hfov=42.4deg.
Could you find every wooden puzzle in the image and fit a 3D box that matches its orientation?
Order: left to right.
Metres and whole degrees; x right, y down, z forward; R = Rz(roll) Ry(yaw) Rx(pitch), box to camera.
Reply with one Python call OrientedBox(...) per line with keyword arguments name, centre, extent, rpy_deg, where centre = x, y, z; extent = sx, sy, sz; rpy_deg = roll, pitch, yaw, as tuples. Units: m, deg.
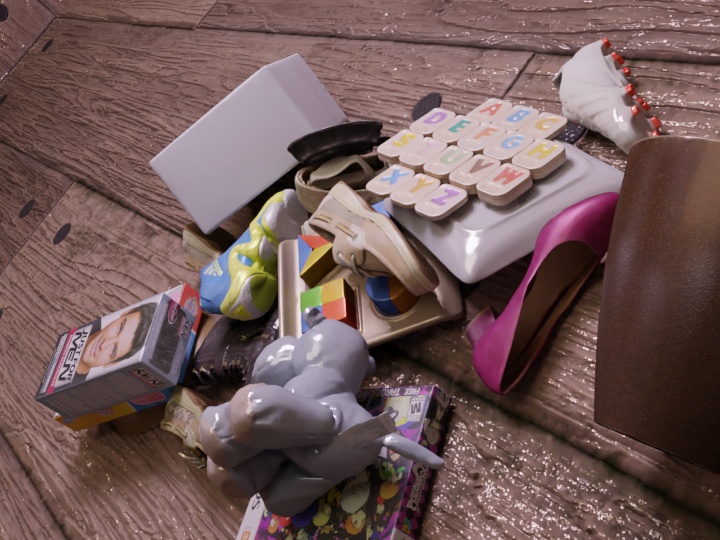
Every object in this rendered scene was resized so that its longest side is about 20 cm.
OrientedBox(name="wooden puzzle", centre=(0.000, 0.000, 0.993), extent=(0.199, 0.046, 0.186), rpy_deg=(-18, 47, 14))

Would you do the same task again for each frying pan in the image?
OrientedBox(name="frying pan", centre=(-0.021, -0.145, 1.106), extent=(0.114, 0.190, 0.031), rpy_deg=(-15, 84, 9))

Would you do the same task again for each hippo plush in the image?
OrientedBox(name="hippo plush", centre=(-0.052, 0.106, 0.836), extent=(0.200, 0.159, 0.161), rpy_deg=(-27, 40, 27))

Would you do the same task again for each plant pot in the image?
OrientedBox(name="plant pot", centre=(-0.273, 0.121, 1.229), extent=(0.200, 0.027, 0.201), rpy_deg=(-28, 41, 27))
OrientedBox(name="plant pot", centre=(0.248, 0.034, 0.663), extent=(0.187, 0.187, 0.201), rpy_deg=(17, 84, 52))

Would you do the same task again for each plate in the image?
OrientedBox(name="plate", centre=(0.141, -0.085, 0.932), extent=(0.199, 0.032, 0.200), rpy_deg=(-28, 35, -9))

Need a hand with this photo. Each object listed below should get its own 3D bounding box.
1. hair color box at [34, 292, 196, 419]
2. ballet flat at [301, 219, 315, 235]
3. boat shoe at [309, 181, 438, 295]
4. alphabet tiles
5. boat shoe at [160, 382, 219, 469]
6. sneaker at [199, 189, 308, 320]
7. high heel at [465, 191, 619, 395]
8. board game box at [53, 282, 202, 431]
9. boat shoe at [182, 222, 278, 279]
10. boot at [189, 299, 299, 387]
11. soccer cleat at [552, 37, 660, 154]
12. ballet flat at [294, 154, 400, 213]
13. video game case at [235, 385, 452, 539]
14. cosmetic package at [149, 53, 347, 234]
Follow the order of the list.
OrientedBox(name="hair color box", centre=(-0.298, 0.107, 1.124), extent=(0.199, 0.061, 0.099), rpy_deg=(-20, 44, 32))
OrientedBox(name="ballet flat", centre=(-0.041, -0.059, 1.126), extent=(0.075, 0.064, 0.201), rpy_deg=(-20, 44, 34))
OrientedBox(name="boat shoe", centre=(0.008, -0.022, 0.919), extent=(0.065, 0.072, 0.200), rpy_deg=(-44, 39, -1))
OrientedBox(name="alphabet tiles", centre=(0.109, -0.121, 0.952), extent=(0.195, 0.015, 0.200), rpy_deg=(-35, 37, -22))
OrientedBox(name="boat shoe", centre=(-0.172, 0.186, 1.033), extent=(0.063, 0.073, 0.200), rpy_deg=(-58, 26, -5))
OrientedBox(name="sneaker", centre=(-0.136, -0.022, 1.109), extent=(0.105, 0.076, 0.200), rpy_deg=(-8, 38, 28))
OrientedBox(name="high heel", centre=(0.175, 0.023, 0.820), extent=(0.200, 0.067, 0.096), rpy_deg=(-53, 25, 18))
OrientedBox(name="board game box", centre=(-0.300, 0.115, 1.205), extent=(0.199, 0.040, 0.153), rpy_deg=(-20, 44, 33))
OrientedBox(name="boat shoe", centre=(-0.173, -0.001, 1.216), extent=(0.200, 0.072, 0.065), rpy_deg=(31, 117, 43))
OrientedBox(name="boot", centre=(-0.134, 0.114, 1.065), extent=(0.174, 0.069, 0.200), rpy_deg=(-15, 37, 39))
OrientedBox(name="soccer cleat", centre=(0.244, -0.163, 0.932), extent=(0.077, 0.069, 0.200), rpy_deg=(-36, 30, 24))
OrientedBox(name="ballet flat", centre=(0.020, -0.110, 1.060), extent=(0.199, 0.062, 0.068), rpy_deg=(-15, 51, 8))
OrientedBox(name="video game case", centre=(-0.020, 0.199, 0.883), extent=(0.199, 0.036, 0.182), rpy_deg=(-9, 51, 41))
OrientedBox(name="cosmetic package", centre=(-0.141, -0.173, 1.224), extent=(0.199, 0.123, 0.200), rpy_deg=(-36, 11, 16))
